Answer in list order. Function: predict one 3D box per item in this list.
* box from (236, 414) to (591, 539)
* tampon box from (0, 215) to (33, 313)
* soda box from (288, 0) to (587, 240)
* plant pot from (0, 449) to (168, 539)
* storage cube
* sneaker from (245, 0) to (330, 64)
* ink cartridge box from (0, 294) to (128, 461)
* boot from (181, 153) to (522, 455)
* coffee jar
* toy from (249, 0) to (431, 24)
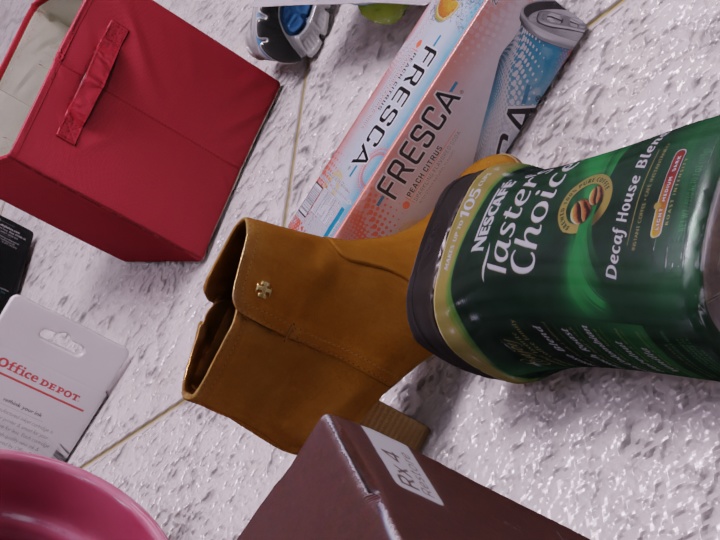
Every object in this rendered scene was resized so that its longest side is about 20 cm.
[{"bbox_3d":[0.017,0.196,0.458,0.200,0.164,0.166,-54,28,11],"label":"box"},{"bbox_3d":[-0.481,0.017,1.441,0.200,0.150,0.127,-31,40,42],"label":"tampon box"},{"bbox_3d":[0.043,-0.082,0.770,0.200,0.068,0.064,-57,29,8],"label":"soda box"},{"bbox_3d":[-0.232,0.241,0.813,0.180,0.199,0.200,-66,25,23],"label":"plant pot"},{"bbox_3d":[-0.206,-0.121,1.092,0.200,0.179,0.172,-1,63,59],"label":"storage cube"},{"bbox_3d":[-0.049,-0.262,1.084,0.087,0.075,0.201,4,67,65],"label":"sneaker"},{"bbox_3d":[-0.293,0.114,1.086,0.200,0.116,0.067,-56,28,6],"label":"ink cartridge box"},{"bbox_3d":[-0.001,0.000,0.686,0.071,0.144,0.202,8,71,59],"label":"boot"},{"bbox_3d":[0.106,-0.003,0.579,0.200,0.085,0.105,-9,57,56],"label":"coffee jar"},{"bbox_3d":[0.021,-0.209,0.929,0.200,0.047,0.115,16,57,47],"label":"toy"}]
